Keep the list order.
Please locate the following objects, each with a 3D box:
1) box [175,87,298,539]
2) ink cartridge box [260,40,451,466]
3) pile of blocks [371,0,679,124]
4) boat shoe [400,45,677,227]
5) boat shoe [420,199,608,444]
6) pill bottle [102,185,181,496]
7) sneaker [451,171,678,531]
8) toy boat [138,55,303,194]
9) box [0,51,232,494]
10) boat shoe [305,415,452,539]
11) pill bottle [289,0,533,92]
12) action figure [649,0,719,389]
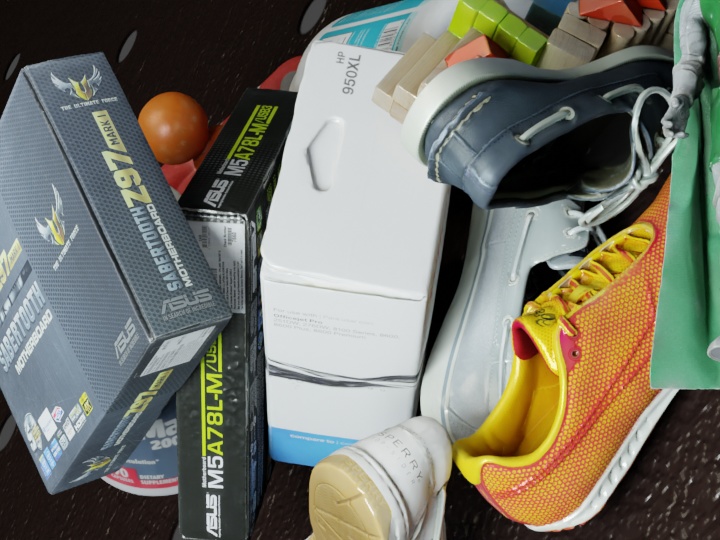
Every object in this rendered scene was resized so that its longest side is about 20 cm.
[{"bbox_3d":[-0.065,0.020,0.896,0.194,0.047,0.202,-78,-9,-64],"label":"box"},{"bbox_3d":[0.000,0.000,0.824,0.201,0.083,0.146,93,-174,-59],"label":"ink cartridge box"},{"bbox_3d":[0.100,-0.124,0.760,0.082,0.199,0.062,57,154,20],"label":"pile of blocks"},{"bbox_3d":[0.105,-0.061,0.708,0.062,0.199,0.075,50,123,28],"label":"boat shoe"},{"bbox_3d":[0.094,0.002,0.797,0.071,0.070,0.203,2,66,41],"label":"boat shoe"},{"bbox_3d":[-0.138,0.041,0.989,0.201,0.118,0.120,86,-175,-49],"label":"pill bottle"},{"bbox_3d":[0.116,0.023,0.710,0.201,0.077,0.073,-58,26,-10],"label":"sneaker"},{"bbox_3d":[-0.105,-0.084,1.135,0.200,0.130,0.132,-38,36,39],"label":"toy boat"},{"bbox_3d":[-0.152,0.007,0.823,0.159,0.051,0.200,63,144,16],"label":"box"},{"bbox_3d":[0.014,0.136,0.761,0.069,0.071,0.201,-32,-22,-24],"label":"boat shoe"},{"bbox_3d":[0.030,-0.107,0.943,0.199,0.110,0.112,3,68,61],"label":"pill bottle"},{"bbox_3d":[0.161,-0.061,0.621,0.117,0.055,0.202,-11,64,23],"label":"action figure"}]
